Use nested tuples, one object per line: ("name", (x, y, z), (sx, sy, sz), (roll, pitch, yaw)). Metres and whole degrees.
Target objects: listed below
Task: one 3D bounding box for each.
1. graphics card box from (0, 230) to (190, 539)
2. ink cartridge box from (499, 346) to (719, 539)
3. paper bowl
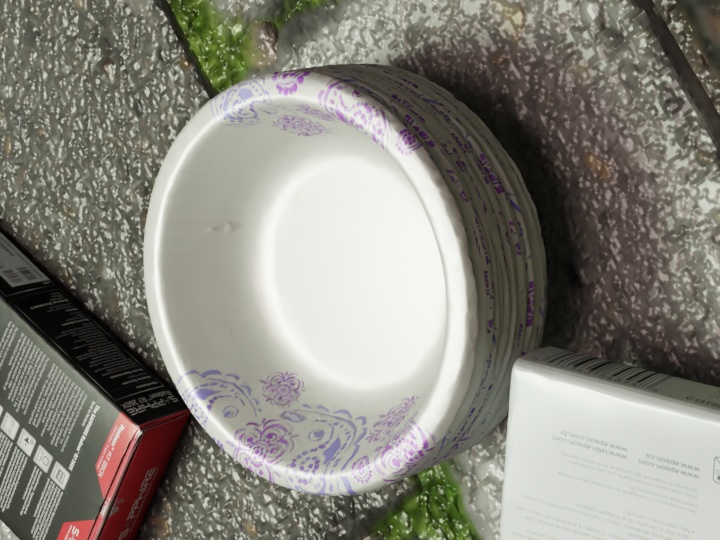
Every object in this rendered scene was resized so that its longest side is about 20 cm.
("graphics card box", (-0.196, 0.073, 1.215), (0.200, 0.051, 0.126), (39, 122, 25))
("ink cartridge box", (0.151, 0.150, 0.914), (0.196, 0.043, 0.200), (14, 111, 33))
("paper bowl", (0.000, 0.000, 1.008), (0.200, 0.104, 0.201), (10, 106, 37))
